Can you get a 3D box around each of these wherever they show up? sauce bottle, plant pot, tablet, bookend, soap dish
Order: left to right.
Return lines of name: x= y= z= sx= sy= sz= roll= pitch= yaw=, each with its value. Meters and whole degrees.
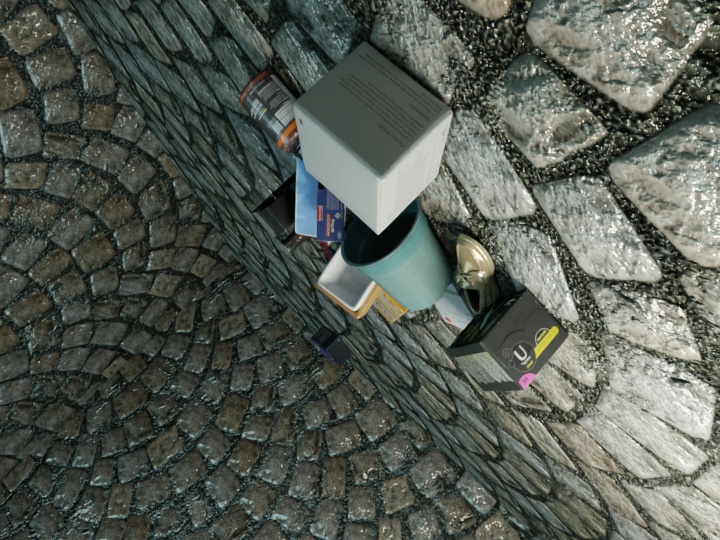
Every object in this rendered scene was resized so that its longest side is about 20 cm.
bookend: x=-0.165 y=-0.190 z=1.467 sx=0.092 sy=0.200 sz=0.198 roll=48 pitch=166 yaw=-12
sauce bottle: x=-0.135 y=-0.128 z=1.541 sx=0.066 sy=0.200 sz=0.066 roll=42 pitch=166 yaw=13
tablet: x=-0.095 y=-0.173 z=1.382 sx=0.127 sy=0.014 sz=0.204 roll=10 pitch=119 yaw=8
soap dish: x=0.000 y=0.000 z=1.441 sx=0.156 sy=0.202 sz=0.081 roll=34 pitch=179 yaw=29
plant pot: x=0.092 y=-0.030 z=1.225 sx=0.196 sy=0.201 sz=0.199 roll=46 pitch=167 yaw=-34

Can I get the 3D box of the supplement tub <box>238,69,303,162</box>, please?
supplement tub: x=-0.172 y=-0.341 z=1.285 sx=0.200 sy=0.107 sz=0.107 roll=47 pitch=165 yaw=-3

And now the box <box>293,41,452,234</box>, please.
box: x=0.019 y=-0.214 z=0.959 sx=0.199 sy=0.171 sz=0.201 roll=42 pitch=164 yaw=15

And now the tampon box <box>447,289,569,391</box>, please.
tampon box: x=0.293 y=0.148 z=1.167 sx=0.126 sy=0.150 sz=0.200 roll=46 pitch=165 yaw=1

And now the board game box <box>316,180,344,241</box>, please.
board game box: x=-0.066 y=-0.164 z=1.268 sx=0.200 sy=0.060 sz=0.206 roll=-166 pitch=77 yaw=-86

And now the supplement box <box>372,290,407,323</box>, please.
supplement box: x=0.088 y=0.075 z=1.685 sx=0.126 sy=0.073 sz=0.200 roll=46 pitch=165 yaw=5

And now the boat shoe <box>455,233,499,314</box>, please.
boat shoe: x=0.229 y=0.011 z=1.159 sx=0.072 sy=0.065 sz=0.202 roll=31 pitch=158 yaw=43

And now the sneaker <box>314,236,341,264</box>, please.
sneaker: x=-0.075 y=-0.088 z=1.501 sx=0.080 sy=0.075 sz=0.202 roll=22 pitch=147 yaw=48

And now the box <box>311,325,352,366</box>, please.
box: x=-0.160 y=0.413 z=3.151 sx=0.149 sy=0.104 sz=0.199 roll=55 pitch=163 yaw=-28

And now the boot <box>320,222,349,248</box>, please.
boot: x=-0.083 y=-0.128 z=1.668 sx=0.144 sy=0.070 sz=0.203 roll=7 pitch=126 yaw=48

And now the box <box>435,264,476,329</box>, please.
box: x=0.216 y=0.061 z=1.367 sx=0.202 sy=0.041 sz=0.155 roll=56 pitch=163 yaw=-26

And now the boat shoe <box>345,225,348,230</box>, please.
boat shoe: x=-0.016 y=-0.083 z=1.578 sx=0.195 sy=0.067 sz=0.076 roll=20 pitch=135 yaw=11
